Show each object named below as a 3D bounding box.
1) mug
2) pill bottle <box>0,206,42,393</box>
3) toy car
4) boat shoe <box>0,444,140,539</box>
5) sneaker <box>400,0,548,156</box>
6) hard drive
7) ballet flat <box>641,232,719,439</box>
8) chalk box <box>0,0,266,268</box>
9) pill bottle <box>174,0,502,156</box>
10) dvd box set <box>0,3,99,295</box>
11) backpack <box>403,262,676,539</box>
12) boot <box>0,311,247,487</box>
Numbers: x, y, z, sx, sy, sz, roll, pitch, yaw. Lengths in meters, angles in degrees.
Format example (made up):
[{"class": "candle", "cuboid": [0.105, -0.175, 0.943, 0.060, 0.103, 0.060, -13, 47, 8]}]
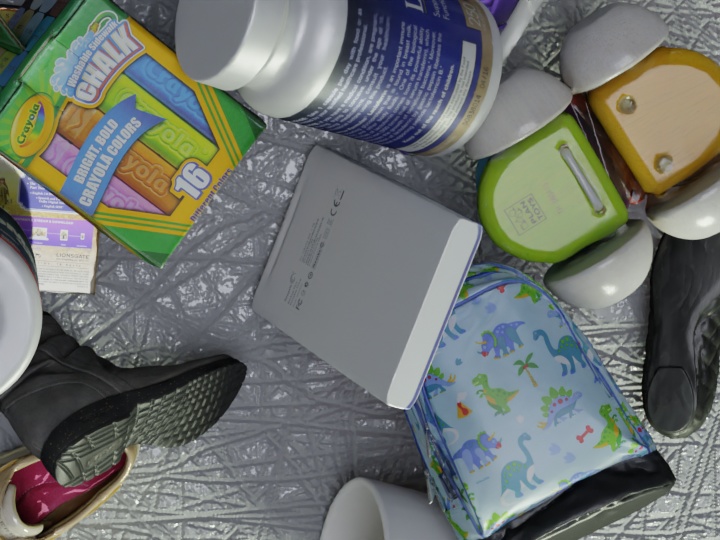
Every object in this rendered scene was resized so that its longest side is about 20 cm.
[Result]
[{"class": "mug", "cuboid": [0.055, 0.251, 1.480, 0.153, 0.149, 0.187, 8, 110, -21]}, {"class": "pill bottle", "cuboid": [-0.269, 0.010, 1.300, 0.120, 0.200, 0.120, -2, 102, -11]}, {"class": "toy car", "cuboid": [0.164, -0.083, 1.422, 0.200, 0.150, 0.175, -35, 102, -7]}, {"class": "boat shoe", "cuboid": [-0.247, 0.168, 1.434, 0.200, 0.069, 0.074, -36, 105, -2]}, {"class": "sneaker", "cuboid": [0.065, -0.181, 1.432, 0.099, 0.070, 0.200, 34, 91, -6]}, {"class": "hard drive", "cuboid": [0.000, 0.000, 1.383, 0.025, 0.200, 0.132, 17, 98, -34]}, {"class": "ballet flat", "cuboid": [0.250, 0.029, 1.520, 0.066, 0.057, 0.200, 13, 94, 15]}, {"class": "chalk box", "cuboid": [-0.188, -0.114, 1.325, 0.200, 0.125, 0.124, 37, 86, -24]}, {"class": "pill bottle", "cuboid": [-0.015, -0.148, 1.310, 0.200, 0.116, 0.116, 11, 99, -37]}, {"class": "dvd box set", "cuboid": [-0.251, -0.086, 1.403, 0.146, 0.029, 0.200, 3, 101, -12]}, {"class": "backpack", "cuboid": [0.104, 0.091, 1.386, 0.163, 0.154, 0.200, -25, 73, 3]}, {"class": "boot", "cuboid": [-0.183, 0.070, 1.417, 0.132, 0.200, 0.070, 38, 120, 26]}]
